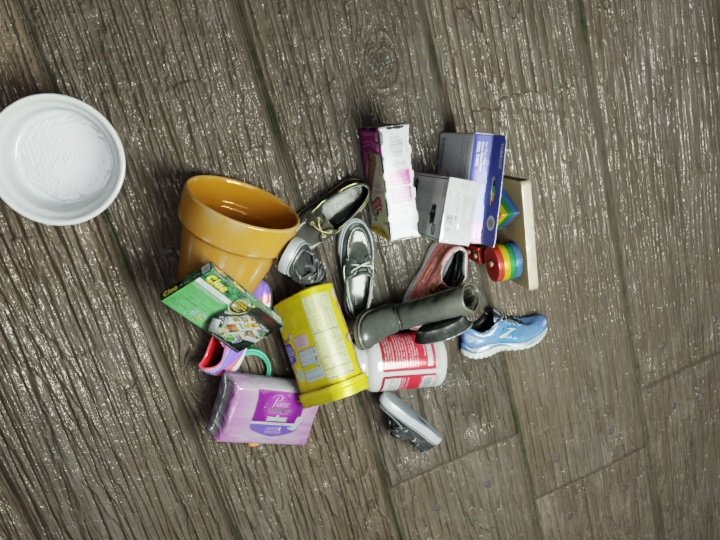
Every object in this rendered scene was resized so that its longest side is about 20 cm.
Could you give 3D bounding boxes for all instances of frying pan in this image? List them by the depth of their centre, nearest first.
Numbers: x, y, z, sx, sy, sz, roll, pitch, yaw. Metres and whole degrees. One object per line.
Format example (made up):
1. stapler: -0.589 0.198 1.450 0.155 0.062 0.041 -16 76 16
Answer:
1. frying pan: 0.172 0.099 1.190 0.114 0.190 0.031 -15 99 33

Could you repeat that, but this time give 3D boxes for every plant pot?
1. plant pot: -0.228 -0.038 1.061 0.199 0.200 0.184 16 112 -19

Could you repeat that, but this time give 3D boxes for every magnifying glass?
1. magnifying glass: -0.213 0.248 1.208 0.079 0.022 0.201 -4 104 -16

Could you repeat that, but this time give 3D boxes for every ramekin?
1. ramekin: -0.482 -0.178 0.994 0.199 0.098 0.202 -3 102 -15

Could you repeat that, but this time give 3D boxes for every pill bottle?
1. pill bottle: 0.062 0.181 1.225 0.199 0.112 0.113 -2 103 -16

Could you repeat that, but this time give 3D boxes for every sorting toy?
1. sorting toy: 0.257 -0.077 1.180 0.069 0.199 0.201 -11 105 -9

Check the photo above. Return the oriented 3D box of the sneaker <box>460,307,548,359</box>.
1. sneaker: 0.305 0.122 1.302 0.199 0.079 0.090 -13 108 -13

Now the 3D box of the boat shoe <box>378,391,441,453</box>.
1. boat shoe: 0.091 0.321 1.273 0.066 0.070 0.200 -44 129 3

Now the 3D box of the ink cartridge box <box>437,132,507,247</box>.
1. ink cartridge box: 0.195 -0.155 1.143 0.043 0.200 0.198 1 101 -16

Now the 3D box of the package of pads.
1. package of pads: -0.181 0.261 1.166 0.199 0.076 0.121 15 98 -37

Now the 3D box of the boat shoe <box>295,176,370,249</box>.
1. boat shoe: -0.065 -0.099 1.153 0.201 0.061 0.072 -44 110 -4

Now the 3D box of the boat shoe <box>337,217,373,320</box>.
1. boat shoe: 0.000 0.000 1.188 0.072 0.071 0.201 -8 104 -14

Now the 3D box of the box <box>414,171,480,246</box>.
1. box: 0.139 -0.119 1.136 0.060 0.200 0.117 6 99 -19

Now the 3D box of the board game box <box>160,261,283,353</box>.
1. board game box: -0.226 0.067 1.030 0.104 0.024 0.200 -28 138 12

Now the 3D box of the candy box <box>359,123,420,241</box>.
1. candy box: 0.051 -0.165 1.133 0.061 0.136 0.201 -11 104 -12

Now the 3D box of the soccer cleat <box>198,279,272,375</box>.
1. soccer cleat: -0.229 0.106 1.136 0.201 0.068 0.073 -61 153 6

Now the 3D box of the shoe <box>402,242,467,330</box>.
1. shoe: 0.148 0.035 1.229 0.071 0.091 0.201 21 96 -19

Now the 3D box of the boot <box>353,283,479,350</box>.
1. boot: 0.105 0.084 1.137 0.199 0.182 0.073 -8 107 32

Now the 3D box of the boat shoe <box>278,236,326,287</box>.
1. boat shoe: -0.094 -0.002 1.093 0.066 0.200 0.070 27 78 8

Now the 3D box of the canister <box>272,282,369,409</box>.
1. canister: -0.077 0.137 1.127 0.086 0.148 0.201 -13 81 -42
